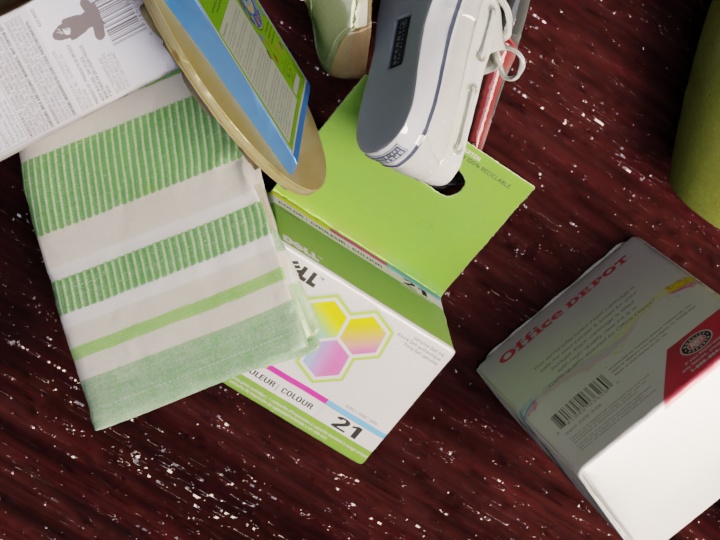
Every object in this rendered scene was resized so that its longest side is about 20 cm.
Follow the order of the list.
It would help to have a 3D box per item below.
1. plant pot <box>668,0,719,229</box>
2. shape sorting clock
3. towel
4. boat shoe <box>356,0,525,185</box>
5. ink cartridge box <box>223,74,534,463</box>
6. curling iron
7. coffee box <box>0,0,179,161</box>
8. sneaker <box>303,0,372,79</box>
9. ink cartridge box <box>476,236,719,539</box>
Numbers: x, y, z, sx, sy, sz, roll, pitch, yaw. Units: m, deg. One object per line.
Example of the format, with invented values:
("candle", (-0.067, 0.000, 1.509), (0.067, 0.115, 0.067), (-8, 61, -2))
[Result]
("plant pot", (0.288, -0.120, 1.408), (0.186, 0.187, 0.201), (21, 115, -19))
("shape sorting clock", (-0.081, -0.130, 1.283), (0.039, 0.200, 0.200), (-27, 112, 13))
("towel", (-0.122, -0.022, 1.333), (0.152, 0.023, 0.201), (-20, 81, 9))
("boat shoe", (0.063, -0.144, 1.357), (0.086, 0.074, 0.203), (29, 61, -33))
("ink cartridge box", (0.000, 0.000, 1.384), (0.147, 0.076, 0.200), (32, 111, -21))
("curling iron", (0.083, -0.146, 1.412), (0.049, 0.026, 0.201), (20, 100, -21))
("coffee box", (-0.219, -0.119, 1.298), (0.199, 0.114, 0.080), (-28, 110, -4))
("sneaker", (-0.036, -0.219, 1.346), (0.089, 0.067, 0.201), (1, 106, -6))
("ink cartridge box", (0.180, 0.076, 1.409), (0.147, 0.200, 0.086), (-39, 112, -1))
